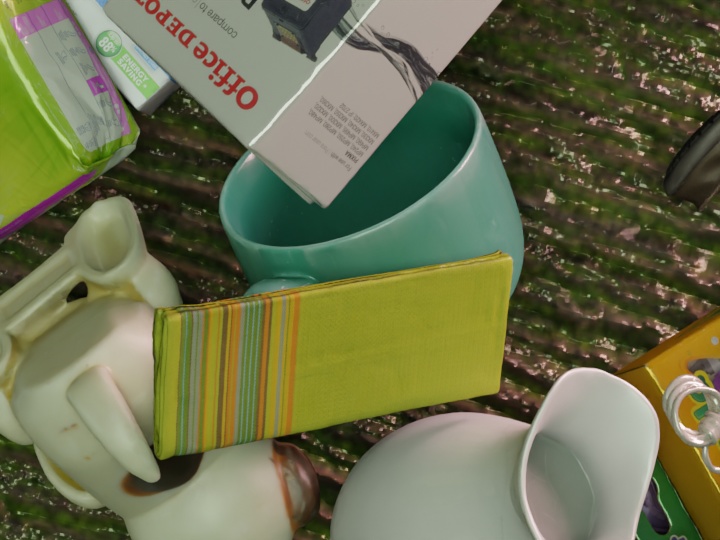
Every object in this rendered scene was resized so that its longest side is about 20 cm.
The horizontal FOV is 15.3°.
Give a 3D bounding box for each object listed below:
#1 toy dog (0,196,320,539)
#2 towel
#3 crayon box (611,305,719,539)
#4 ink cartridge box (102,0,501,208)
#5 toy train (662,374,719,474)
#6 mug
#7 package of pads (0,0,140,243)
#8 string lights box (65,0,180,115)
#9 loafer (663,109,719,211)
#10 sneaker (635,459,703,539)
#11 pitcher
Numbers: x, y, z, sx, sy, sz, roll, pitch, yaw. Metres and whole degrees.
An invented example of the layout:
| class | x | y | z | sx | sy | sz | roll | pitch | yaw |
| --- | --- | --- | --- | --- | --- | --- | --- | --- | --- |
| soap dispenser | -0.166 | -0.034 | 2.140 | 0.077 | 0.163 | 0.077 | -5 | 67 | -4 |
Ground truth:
| class | x | y | z | sx | sy | sz | roll | pitch | yaw |
| --- | --- | --- | --- | --- | --- | --- | --- | --- | --- |
| toy dog | -0.106 | 0.086 | 1.460 | 0.140 | 0.194 | 0.200 | -44 | 123 | -10 |
| towel | -0.014 | 0.042 | 1.369 | 0.199 | 0.018 | 0.087 | -10 | 123 | -25 |
| crayon box | 0.227 | 0.077 | 1.465 | 0.199 | 0.052 | 0.126 | -30 | 91 | -22 |
| ink cartridge box | -0.016 | -0.158 | 1.400 | 0.200 | 0.084 | 0.145 | -49 | 54 | 3 |
| toy train | 0.243 | 0.063 | 1.420 | 0.200 | 0.056 | 0.151 | -36 | 92 | -25 |
| mug | 0.000 | -0.006 | 1.455 | 0.184 | 0.152 | 0.115 | -32 | 123 | -11 |
| package of pads | -0.228 | -0.116 | 1.478 | 0.154 | 0.068 | 0.201 | -30 | 91 | 34 |
| string lights box | -0.082 | -0.193 | 1.503 | 0.200 | 0.059 | 0.103 | -43 | 89 | 3 |
| loafer | 0.260 | -0.087 | 1.485 | 0.199 | 0.073 | 0.071 | -33 | 89 | 3 |
| sneaker | 0.166 | 0.187 | 1.508 | 0.087 | 0.076 | 0.201 | -18 | 84 | 13 |
| pitcher | 0.066 | 0.154 | 1.427 | 0.121 | 0.200 | 0.173 | 22 | 64 | -27 |
